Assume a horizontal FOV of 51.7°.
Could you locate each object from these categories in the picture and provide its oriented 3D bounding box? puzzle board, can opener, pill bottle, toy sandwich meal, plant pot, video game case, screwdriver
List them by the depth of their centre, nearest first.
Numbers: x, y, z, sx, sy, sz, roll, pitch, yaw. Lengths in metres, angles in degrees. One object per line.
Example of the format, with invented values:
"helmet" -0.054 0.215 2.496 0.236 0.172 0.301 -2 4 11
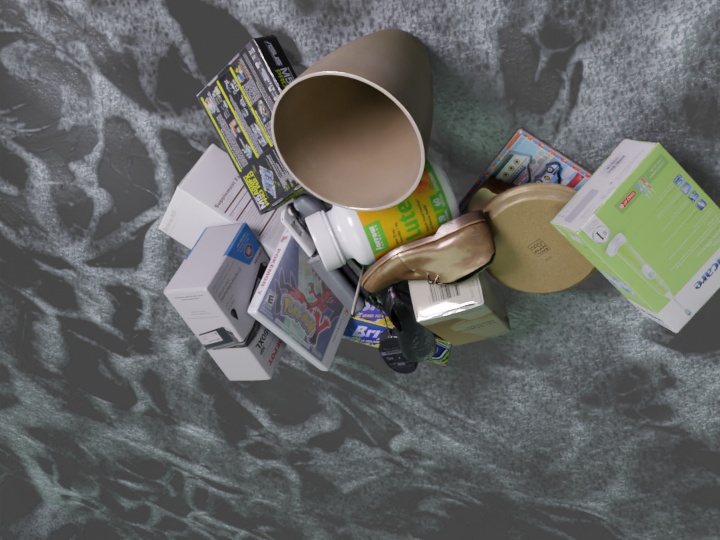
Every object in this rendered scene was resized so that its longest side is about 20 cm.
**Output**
"plant pot" 0.014 -0.209 0.911 0.186 0.200 0.188 13 137 13
"toy sandwich meal" 0.243 -0.053 1.036 0.204 0.070 0.206 7 129 9
"pill bottle" 0.029 -0.075 1.038 0.199 0.111 0.111 -24 126 -1
"puzzle board" 0.234 -0.092 1.058 0.150 0.017 0.200 31 137 -5
"can opener" -0.043 -0.026 1.109 0.067 0.053 0.200 -26 114 33
"screwdriver" 0.000 0.000 1.118 0.029 0.200 0.028 20 128 2
"video game case" -0.076 0.034 1.168 0.023 0.183 0.200 3 151 38

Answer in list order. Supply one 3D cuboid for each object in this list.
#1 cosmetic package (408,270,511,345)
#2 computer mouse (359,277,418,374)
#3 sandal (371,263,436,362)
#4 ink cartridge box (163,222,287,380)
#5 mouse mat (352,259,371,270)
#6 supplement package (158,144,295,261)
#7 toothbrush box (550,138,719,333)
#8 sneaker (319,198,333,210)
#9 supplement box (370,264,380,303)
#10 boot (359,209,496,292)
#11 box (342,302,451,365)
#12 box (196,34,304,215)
"cosmetic package" 0.153 0.053 1.114 0.105 0.071 0.200 -17 159 19
"computer mouse" 0.046 0.087 1.211 0.058 0.034 0.201 -9 119 25
"sandal" 0.073 0.067 1.142 0.075 0.048 0.201 -20 120 10
"ink cartridge box" -0.186 0.050 1.129 0.084 0.145 0.200 -5 132 28
"mouse mat" 0.058 -0.004 1.238 0.200 0.008 0.161 40 136 -16
"supplement package" -0.201 -0.081 1.202 0.199 0.120 0.121 33 139 -8
"toothbrush box" 0.367 -0.045 0.937 0.200 0.086 0.146 40 94 -15
"sneaker" -0.005 -0.131 1.102 0.081 0.075 0.200 21 147 -6
"supplement box" 0.091 -0.002 1.170 0.069 0.067 0.200 41 138 -22
"boot" 0.090 -0.005 1.010 0.199 0.074 0.076 -27 80 21
"box" 0.062 0.095 1.278 0.199 0.070 0.065 13 136 10
"box" -0.132 -0.200 1.044 0.160 0.044 0.201 -27 92 46
